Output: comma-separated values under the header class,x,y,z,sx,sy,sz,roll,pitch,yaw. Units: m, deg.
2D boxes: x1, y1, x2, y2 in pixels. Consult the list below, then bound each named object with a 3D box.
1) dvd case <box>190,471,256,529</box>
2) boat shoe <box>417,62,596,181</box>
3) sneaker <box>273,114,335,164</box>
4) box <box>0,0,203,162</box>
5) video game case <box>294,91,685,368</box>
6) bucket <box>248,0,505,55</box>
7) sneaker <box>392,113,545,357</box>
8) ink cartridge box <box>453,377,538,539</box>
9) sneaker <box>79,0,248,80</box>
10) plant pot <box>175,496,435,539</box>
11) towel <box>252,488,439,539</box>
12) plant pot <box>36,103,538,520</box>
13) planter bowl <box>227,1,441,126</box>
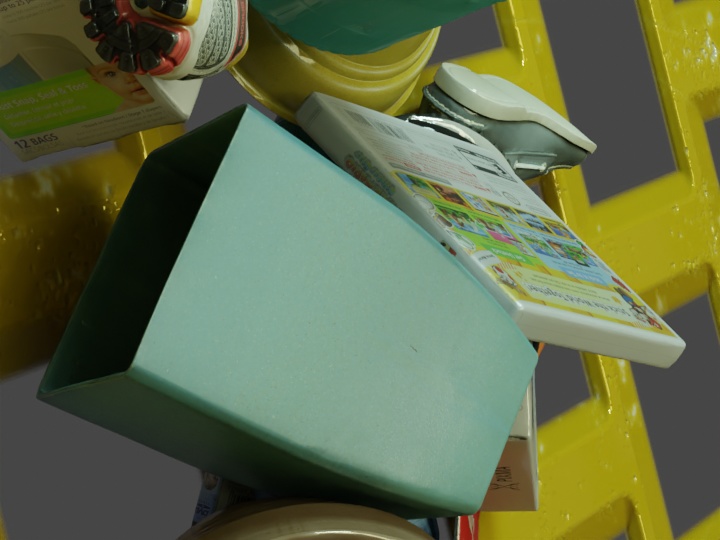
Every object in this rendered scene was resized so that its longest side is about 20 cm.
class,x,y,z,sx,sy,sz,roll,pitch,yaw
dvd case,-0.015,0.057,1.276,0.142,0.017,0.201,18,85,-47
boat shoe,0.092,-0.088,1.534,0.062,0.073,0.200,-58,154,11
sneaker,0.000,0.000,1.342,0.201,0.071,0.080,60,33,-27
box,-0.166,-0.162,1.108,0.200,0.112,0.102,50,42,-38
video game case,0.074,-0.020,1.284,0.182,0.023,0.200,47,18,29
bucket,0.018,-0.213,1.158,0.207,0.134,0.208,20,61,-40
sneaker,0.068,-0.014,1.448,0.200,0.070,0.090,47,41,-41
ink cartridge box,0.081,0.118,1.360,0.200,0.044,0.177,71,18,-72
sneaker,-0.085,-0.185,1.079,0.082,0.077,0.201,12,80,-59
plant pot,-0.046,0.182,1.161,0.201,0.201,0.093,47,7,-38
towel,-0.004,0.149,1.259,0.111,0.048,0.201,-23,115,-39
plant pot,-0.026,0.040,1.140,0.199,0.141,0.142,30,71,-19
planter bowl,-0.004,-0.183,1.286,0.200,0.083,0.202,16,67,-41
